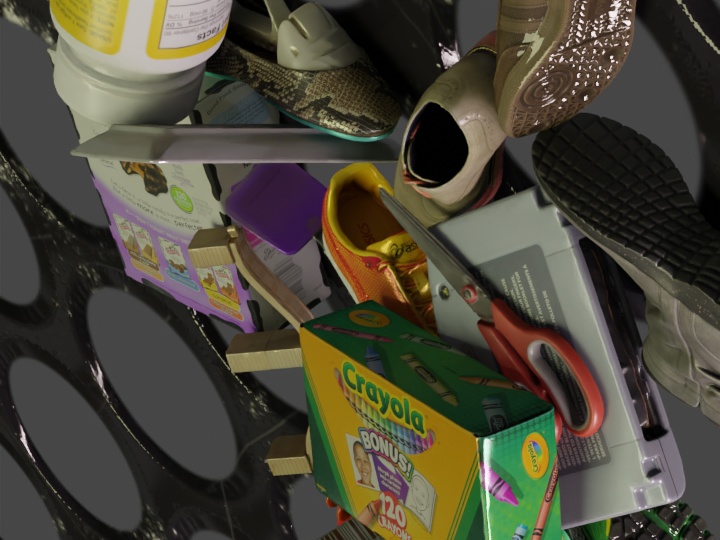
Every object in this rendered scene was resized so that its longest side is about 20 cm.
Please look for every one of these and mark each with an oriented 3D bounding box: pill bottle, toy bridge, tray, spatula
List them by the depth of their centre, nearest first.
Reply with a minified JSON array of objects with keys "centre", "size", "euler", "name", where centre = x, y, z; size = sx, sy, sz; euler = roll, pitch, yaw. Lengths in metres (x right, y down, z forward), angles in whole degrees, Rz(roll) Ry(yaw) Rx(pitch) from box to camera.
[{"centre":[-0.131,-0.194,1.627],"size":[0.114,0.114,0.201],"euler":[38,133,28],"name":"pill bottle"},{"centre":[-0.071,-0.080,1.649],"size":[0.107,0.199,0.022],"euler":[7,97,55],"name":"tray"},{"centre":[0.000,0.000,1.751],"size":[0.200,0.057,0.021],"euler":[40,168,2],"name":"spatula"},{"centre":[-0.058,0.053,1.799],"size":[0.067,0.027,0.201],"euler":[-5,123,22],"name":"toy bridge"}]

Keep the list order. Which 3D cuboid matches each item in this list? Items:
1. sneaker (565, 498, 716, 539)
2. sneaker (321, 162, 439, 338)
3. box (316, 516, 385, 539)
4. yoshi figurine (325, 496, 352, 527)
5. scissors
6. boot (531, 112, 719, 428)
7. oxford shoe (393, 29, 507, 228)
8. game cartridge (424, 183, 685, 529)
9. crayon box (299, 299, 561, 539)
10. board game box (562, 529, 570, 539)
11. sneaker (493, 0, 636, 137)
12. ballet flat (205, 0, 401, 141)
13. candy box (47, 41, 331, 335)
[{"centre":[0.162,0.156,1.660],"size":[0.201,0.078,0.085],"euler":[64,160,2],"name":"sneaker"},{"centre":[0.033,0.018,1.672],"size":[0.200,0.073,0.077],"euler":[51,162,23],"name":"sneaker"},{"centre":[0.050,0.264,1.717],"size":[0.201,0.165,0.164],"euler":[58,175,-16],"name":"box"},{"centre":[0.026,0.136,1.851],"size":[0.200,0.112,0.112],"euler":[69,-167,-53],"name":"yoshi figurine"},{"centre":[0.078,0.018,1.564],"size":[0.073,0.014,0.201],"euler":[-43,70,45],"name":"scissors"},{"centre":[0.168,0.011,1.486],"size":[0.200,0.070,0.132],"euler":[45,157,26],"name":"boot"},{"centre":[0.045,-0.072,1.573],"size":[0.070,0.075,0.200],"euler":[47,152,12],"name":"oxford shoe"},{"centre":[0.110,0.054,1.574],"size":[0.133,0.041,0.201],"euler":[-20,88,50],"name":"game cartridge"},{"centre":[0.042,0.109,1.595],"size":[0.200,0.058,0.119],"euler":[30,132,52],"name":"crayon box"},{"centre":[0.133,0.217,1.725],"size":[0.201,0.026,0.200],"euler":[60,173,-21],"name":"board game box"},{"centre":[0.107,-0.155,1.414],"size":[0.076,0.070,0.200],"euler":[63,155,27],"name":"sneaker"},{"centre":[-0.050,-0.142,1.666],"size":[0.200,0.068,0.076],"euler":[28,131,46],"name":"ballet flat"},{"centre":[-0.119,-0.070,1.842],"size":[0.167,0.071,0.201],"euler":[25,141,44],"name":"candy box"}]
